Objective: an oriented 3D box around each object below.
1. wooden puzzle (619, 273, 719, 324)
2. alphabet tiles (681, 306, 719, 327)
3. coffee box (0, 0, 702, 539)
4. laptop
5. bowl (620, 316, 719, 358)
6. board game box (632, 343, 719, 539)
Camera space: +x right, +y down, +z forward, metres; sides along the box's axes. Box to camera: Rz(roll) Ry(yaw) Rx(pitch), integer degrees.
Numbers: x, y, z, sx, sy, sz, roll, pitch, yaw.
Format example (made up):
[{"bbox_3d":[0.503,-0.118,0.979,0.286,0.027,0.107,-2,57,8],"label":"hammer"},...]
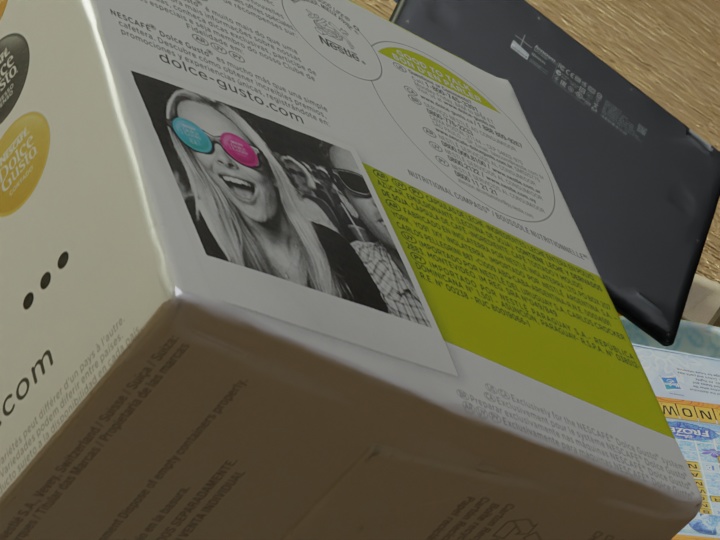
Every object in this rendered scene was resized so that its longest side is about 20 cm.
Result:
[{"bbox_3d":[0.107,-0.011,1.210,0.200,0.046,0.185,29,20,15],"label":"wooden puzzle"},{"bbox_3d":[0.192,0.105,1.122,0.200,0.167,0.008,33,6,-15],"label":"alphabet tiles"},{"bbox_3d":[-0.056,0.034,0.696,0.200,0.200,0.198,22,33,-37],"label":"coffee box"},{"bbox_3d":[0.071,-0.063,1.114,0.187,0.116,0.200,35,48,-13],"label":"laptop"},{"bbox_3d":[0.119,0.118,1.014,0.200,0.108,0.200,-2,31,1],"label":"bowl"},{"bbox_3d":[0.114,0.109,0.853,0.200,0.041,0.200,10,40,-14],"label":"board game box"}]
